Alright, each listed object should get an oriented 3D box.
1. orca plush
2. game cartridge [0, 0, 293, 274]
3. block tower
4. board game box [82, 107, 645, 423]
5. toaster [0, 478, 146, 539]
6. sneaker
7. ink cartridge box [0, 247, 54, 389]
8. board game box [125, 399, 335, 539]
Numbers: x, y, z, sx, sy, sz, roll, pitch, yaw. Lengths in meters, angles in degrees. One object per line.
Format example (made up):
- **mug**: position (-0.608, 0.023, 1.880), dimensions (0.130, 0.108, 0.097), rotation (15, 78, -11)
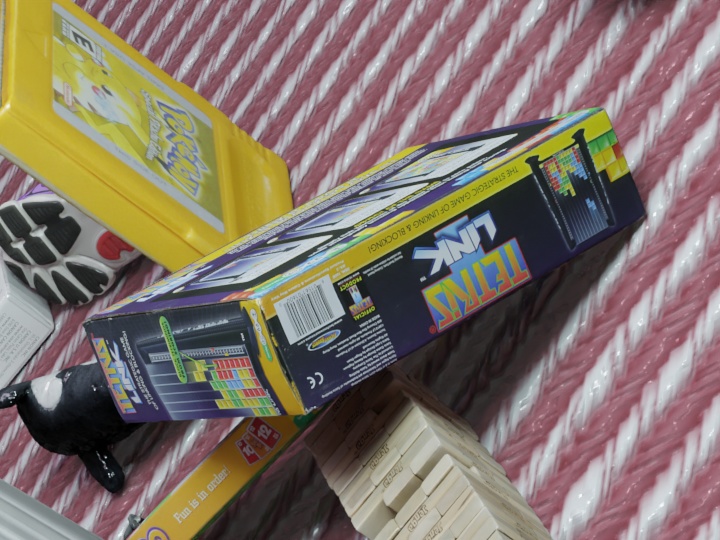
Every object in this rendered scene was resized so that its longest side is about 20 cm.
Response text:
- **orca plush**: position (-0.126, 0.081, 1.404), dimensions (0.105, 0.072, 0.199), rotation (-14, -3, -43)
- **game cartridge**: position (-0.113, -0.065, 1.373), dimensions (0.032, 0.199, 0.177), rotation (-47, 25, 20)
- **block tower**: position (0.035, 0.103, 1.060), dimensions (0.058, 0.054, 0.200), rotation (-51, 24, 8)
- **board game box**: position (0.000, 0.000, 1.146), dimensions (0.199, 0.057, 0.165), rotation (-29, 10, -30)
- **toaster**: position (-0.201, 0.179, 1.296), dimensions (0.201, 0.129, 0.114), rotation (-54, 25, -1)
- **sneaker**: position (-0.149, -0.041, 1.591), dimensions (0.199, 0.081, 0.084), rotation (-21, 22, 39)
- **ink cartridge box**: position (-0.287, 0.065, 1.708), dimensions (0.200, 0.045, 0.176), rotation (-49, 25, 9)
- **board game box**: position (-0.057, 0.091, 1.216), dimensions (0.200, 0.030, 0.096), rotation (-43, -1, 28)
